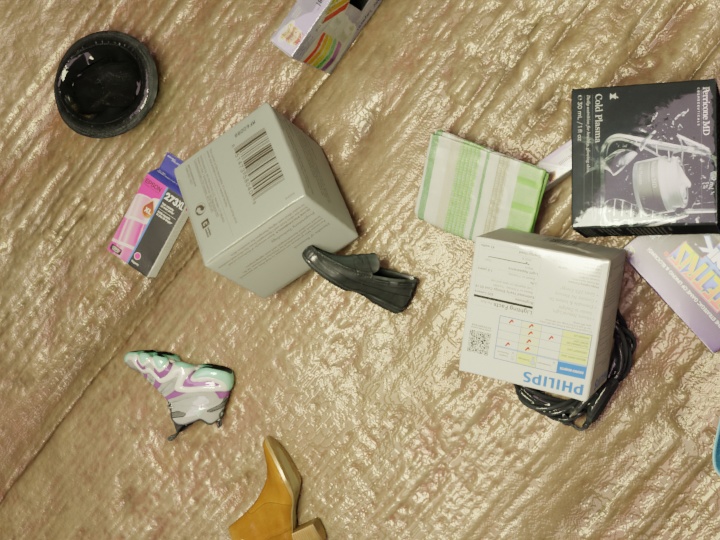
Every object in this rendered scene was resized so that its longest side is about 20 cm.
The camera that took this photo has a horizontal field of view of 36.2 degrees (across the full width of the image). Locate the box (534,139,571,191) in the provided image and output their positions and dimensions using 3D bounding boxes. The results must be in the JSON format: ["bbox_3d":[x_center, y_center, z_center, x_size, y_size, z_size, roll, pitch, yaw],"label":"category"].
[{"bbox_3d":[0.296,-0.156,1.665,0.200,0.041,0.039,-35,79,16],"label":"box"}]

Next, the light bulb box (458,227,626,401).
[{"bbox_3d":[0.260,0.057,1.576,0.198,0.125,0.201,12,103,24],"label":"light bulb box"}]

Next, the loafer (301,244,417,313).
[{"bbox_3d":[0.000,0.000,1.703,0.071,0.200,0.068,-59,29,12],"label":"loafer"}]

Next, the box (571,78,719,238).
[{"bbox_3d":[0.400,-0.152,1.538,0.196,0.124,0.201,-1,86,20],"label":"box"}]

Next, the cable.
[{"bbox_3d":[0.319,0.129,1.657,0.163,0.051,0.201,32,102,21],"label":"cable"}]

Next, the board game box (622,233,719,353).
[{"bbox_3d":[0.502,-0.008,1.586,0.165,0.057,0.200,-44,77,12],"label":"board game box"}]

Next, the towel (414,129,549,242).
[{"bbox_3d":[0.183,-0.117,1.679,0.199,0.031,0.150,24,116,27],"label":"towel"}]

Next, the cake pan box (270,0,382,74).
[{"bbox_3d":[-0.036,-0.408,1.706,0.052,0.184,0.200,39,101,11],"label":"cake pan box"}]

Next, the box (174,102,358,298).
[{"bbox_3d":[-0.148,-0.105,1.719,0.200,0.171,0.199,-33,57,16],"label":"box"}]

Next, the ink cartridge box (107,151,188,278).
[{"bbox_3d":[-0.348,-0.096,1.888,0.095,0.037,0.200,33,98,16],"label":"ink cartridge box"}]

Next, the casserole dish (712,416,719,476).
[{"bbox_3d":[0.574,0.221,1.569,0.121,0.039,0.201,13,95,18],"label":"casserole dish"}]

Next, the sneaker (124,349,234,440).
[{"bbox_3d":[-0.317,0.215,1.851,0.199,0.078,0.141,12,93,19],"label":"sneaker"}]

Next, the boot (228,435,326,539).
[{"bbox_3d":[-0.159,0.386,1.798,0.144,0.071,0.202,-27,86,14],"label":"boot"}]

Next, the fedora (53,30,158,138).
[{"bbox_3d":[-0.419,-0.312,1.882,0.200,0.092,0.202,0,90,19],"label":"fedora"}]
